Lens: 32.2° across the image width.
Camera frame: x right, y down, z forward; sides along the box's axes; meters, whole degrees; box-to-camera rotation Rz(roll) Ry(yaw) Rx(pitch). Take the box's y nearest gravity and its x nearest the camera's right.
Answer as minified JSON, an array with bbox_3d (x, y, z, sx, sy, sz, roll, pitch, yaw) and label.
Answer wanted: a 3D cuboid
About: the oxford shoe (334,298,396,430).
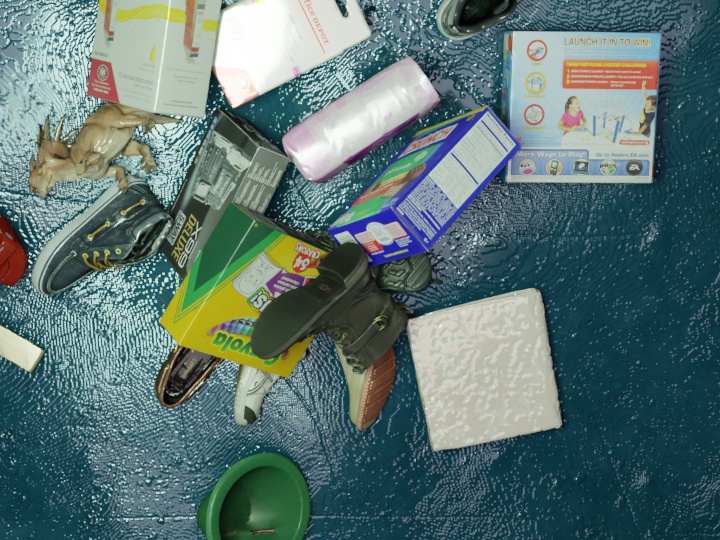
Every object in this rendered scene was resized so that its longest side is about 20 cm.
[{"bbox_3d":[0.003,0.119,1.688,0.074,0.071,0.200,17,111,28],"label":"oxford shoe"}]

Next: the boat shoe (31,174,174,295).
[{"bbox_3d":[-0.331,-0.026,1.594,0.200,0.071,0.091,-46,61,4],"label":"boat shoe"}]

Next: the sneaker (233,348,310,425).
[{"bbox_3d":[-0.114,0.119,1.662,0.088,0.076,0.200,14,102,-10],"label":"sneaker"}]

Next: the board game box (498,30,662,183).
[{"bbox_3d":[0.286,-0.215,1.637,0.200,0.056,0.196,0,102,-5],"label":"board game box"}]

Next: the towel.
[{"bbox_3d":[0.171,0.138,1.714,0.191,0.032,0.200,-12,102,-2],"label":"towel"}]

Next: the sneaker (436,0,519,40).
[{"bbox_3d":[0.186,-0.359,1.553,0.078,0.140,0.200,43,96,-12],"label":"sneaker"}]

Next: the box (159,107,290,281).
[{"bbox_3d":[-0.177,-0.085,1.564,0.050,0.158,0.200,20,105,-32],"label":"box"}]

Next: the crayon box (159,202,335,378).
[{"bbox_3d":[-0.121,0.029,1.526,0.200,0.058,0.173,23,101,-49],"label":"crayon box"}]

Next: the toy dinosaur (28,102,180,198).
[{"bbox_3d":[-0.334,-0.168,1.584,0.200,0.136,0.086,-40,143,-18],"label":"toy dinosaur"}]

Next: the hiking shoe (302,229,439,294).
[{"bbox_3d":[0.000,0.000,1.647,0.200,0.087,0.074,13,78,15],"label":"hiking shoe"}]

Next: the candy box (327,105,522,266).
[{"bbox_3d":[0.078,-0.103,1.547,0.077,0.169,0.200,50,63,-14],"label":"candy box"}]

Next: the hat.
[{"bbox_3d":[-0.198,0.334,1.730,0.200,0.176,0.166,-23,104,-39],"label":"hat"}]

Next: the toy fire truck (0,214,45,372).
[{"bbox_3d":[-0.483,0.029,1.601,0.176,0.129,0.200,-45,141,6],"label":"toy fire truck"}]

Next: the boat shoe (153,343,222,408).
[{"bbox_3d":[-0.204,0.096,1.652,0.070,0.070,0.200,30,96,-9],"label":"boat shoe"}]

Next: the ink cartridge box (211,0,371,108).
[{"bbox_3d":[-0.099,-0.303,1.578,0.200,0.068,0.117,-26,103,2],"label":"ink cartridge box"}]

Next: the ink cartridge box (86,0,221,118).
[{"bbox_3d":[-0.250,-0.298,1.519,0.083,0.145,0.200,-1,105,-47],"label":"ink cartridge box"}]

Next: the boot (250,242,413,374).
[{"bbox_3d":[-0.027,0.076,1.545,0.200,0.069,0.174,-42,137,-11],"label":"boot"}]

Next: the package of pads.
[{"bbox_3d":[0.001,-0.187,1.574,0.200,0.121,0.076,-33,93,3],"label":"package of pads"}]
